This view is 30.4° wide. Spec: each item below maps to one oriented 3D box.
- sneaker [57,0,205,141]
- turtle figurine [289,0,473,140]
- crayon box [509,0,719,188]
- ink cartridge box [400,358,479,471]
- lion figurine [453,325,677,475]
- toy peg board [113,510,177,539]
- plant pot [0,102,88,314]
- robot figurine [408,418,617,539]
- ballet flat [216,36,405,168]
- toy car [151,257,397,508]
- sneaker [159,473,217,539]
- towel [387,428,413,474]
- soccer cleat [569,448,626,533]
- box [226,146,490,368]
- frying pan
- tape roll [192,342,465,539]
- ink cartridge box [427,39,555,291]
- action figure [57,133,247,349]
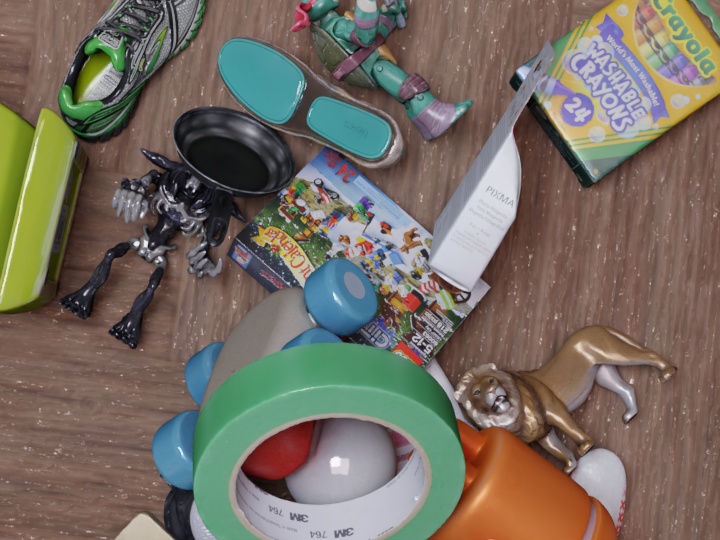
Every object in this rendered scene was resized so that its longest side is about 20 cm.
[{"bbox_3d":[-0.204,-0.209,1.198,0.078,0.085,0.200,28,86,1],"label":"sneaker"},{"bbox_3d":[0.013,-0.205,1.181,0.101,0.150,0.200,-40,97,17],"label":"turtle figurine"},{"bbox_3d":[0.255,-0.186,1.222,0.200,0.052,0.126,-35,88,-3],"label":"crayon box"},{"bbox_3d":[0.009,0.135,1.208,0.161,0.050,0.200,-30,75,-3],"label":"ink cartridge box"},{"bbox_3d":[0.185,0.101,1.192,0.200,0.073,0.123,-32,68,-31],"label":"lion figurine"},{"bbox_3d":[-0.192,0.354,1.158,0.200,0.098,0.199,43,86,2],"label":"toy peg board"},{"bbox_3d":[-0.341,-0.059,1.135,0.181,0.200,0.200,13,86,-8],"label":"plant pot"},{"bbox_3d":[0.127,0.209,1.086,0.200,0.144,0.117,37,85,-10],"label":"robot figurine"},{"bbox_3d":[-0.043,-0.146,1.200,0.200,0.067,0.068,35,99,18],"label":"ballet flat"},{"bbox_3d":[-0.030,0.130,1.095,0.184,0.177,0.200,-34,113,31],"label":"toy car"},{"bbox_3d":[-0.102,0.243,1.180,0.076,0.114,0.200,-48,124,-19],"label":"sneaker"},{"bbox_3d":[0.037,0.235,1.148,0.146,0.030,0.201,-21,84,-1],"label":"towel"},{"bbox_3d":[0.188,0.255,1.177,0.068,0.085,0.201,26,87,1],"label":"soccer cleat"},{"bbox_3d":[0.000,0.000,1.184,0.200,0.038,0.137,41,60,2],"label":"box"},{"bbox_3d":[-0.102,-0.076,1.151,0.115,0.031,0.190,4,44,-28],"label":"frying pan"},{"bbox_3d":[-0.024,0.143,0.981,0.200,0.048,0.201,-4,128,-5],"label":"tape roll"},{"bbox_3d":[0.127,-0.093,1.132,0.057,0.163,0.200,34,105,-3],"label":"ink cartridge box"},{"bbox_3d":[-0.175,-0.031,1.179,0.119,0.102,0.200,33,86,-14],"label":"action figure"}]
